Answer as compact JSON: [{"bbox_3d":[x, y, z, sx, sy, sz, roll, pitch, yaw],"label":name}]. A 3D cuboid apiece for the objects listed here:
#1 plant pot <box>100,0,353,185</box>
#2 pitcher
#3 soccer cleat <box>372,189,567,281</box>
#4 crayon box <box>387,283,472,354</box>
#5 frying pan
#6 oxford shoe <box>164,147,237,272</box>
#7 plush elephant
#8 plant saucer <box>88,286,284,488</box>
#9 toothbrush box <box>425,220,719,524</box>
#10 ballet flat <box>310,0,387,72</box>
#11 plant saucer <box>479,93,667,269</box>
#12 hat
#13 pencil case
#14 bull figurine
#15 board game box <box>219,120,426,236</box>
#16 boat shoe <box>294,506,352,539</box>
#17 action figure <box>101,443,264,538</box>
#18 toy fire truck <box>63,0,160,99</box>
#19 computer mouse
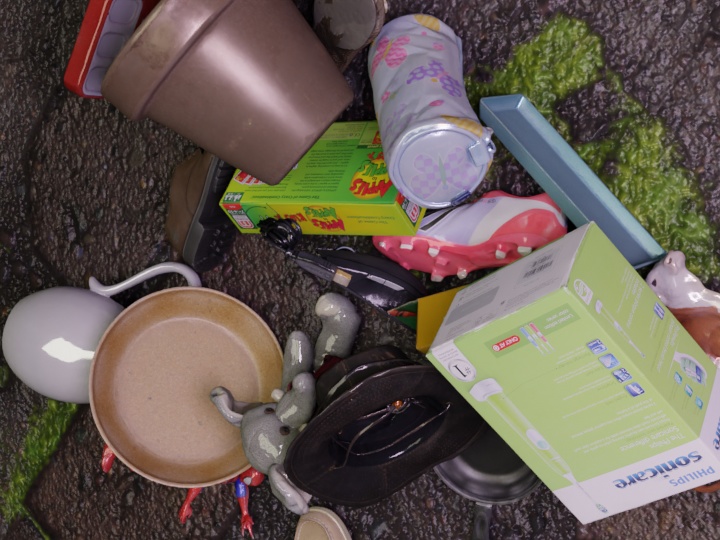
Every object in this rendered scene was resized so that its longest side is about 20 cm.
[{"bbox_3d":[-0.103,-0.174,1.239,0.174,0.200,0.200,42,118,-4],"label":"plant pot"},{"bbox_3d":[-0.269,0.062,1.478,0.199,0.121,0.173,12,80,22],"label":"pitcher"},{"bbox_3d":[0.099,-0.037,1.251,0.199,0.067,0.077,0,57,42],"label":"soccer cleat"},{"bbox_3d":[0.137,0.053,1.183,0.199,0.127,0.051,-17,57,35],"label":"crayon box"},{"bbox_3d":[0.127,0.191,1.258,0.114,0.031,0.191,-13,107,24],"label":"frying pan"},{"bbox_3d":[-0.153,-0.104,1.401,0.084,0.073,0.201,38,113,28],"label":"oxford shoe"},{"bbox_3d":[-0.048,0.135,1.297,0.165,0.155,0.201,43,115,24],"label":"plush elephant"},{"bbox_3d":[-0.172,0.118,1.391,0.035,0.199,0.201,132,119,-71],"label":"plant saucer"},{"bbox_3d":[0.173,0.083,1.061,0.200,0.086,0.145,47,133,-14],"label":"toothbrush box"},{"bbox_3d":[-0.013,-0.220,1.261,0.068,0.046,0.200,57,159,4],"label":"ballet flat"},{"bbox_3d":[0.177,-0.074,1.181,0.200,0.070,0.019,52,126,19],"label":"plant saucer"},{"bbox_3d":[0.012,0.117,1.193,0.201,0.200,0.081,-49,50,27],"label":"hat"},{"bbox_3d":[0.057,-0.142,1.191,0.090,0.083,0.201,-34,35,17],"label":"pencil case"},{"bbox_3d":[0.289,0.080,1.116,0.121,0.065,0.201,0,100,44],"label":"bull figurine"},{"bbox_3d":[-0.025,-0.087,1.299,0.199,0.048,0.102,2,55,34],"label":"board game box"},{"bbox_3d":[-0.045,0.335,1.366,0.072,0.065,0.201,2,95,34],"label":"boat shoe"},{"bbox_3d":[-0.180,0.229,1.450,0.199,0.065,0.100,-3,85,35],"label":"action figure"},{"bbox_3d":[-0.196,-0.259,1.359,0.112,0.168,0.201,35,112,27],"label":"toy fire truck"},{"bbox_3d":[0.000,0.000,1.240,0.199,0.140,0.046,32,92,-5],"label":"computer mouse"}]
